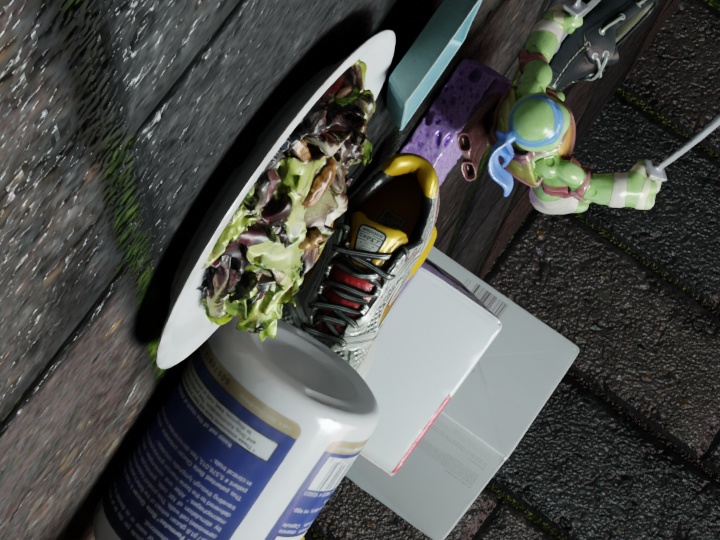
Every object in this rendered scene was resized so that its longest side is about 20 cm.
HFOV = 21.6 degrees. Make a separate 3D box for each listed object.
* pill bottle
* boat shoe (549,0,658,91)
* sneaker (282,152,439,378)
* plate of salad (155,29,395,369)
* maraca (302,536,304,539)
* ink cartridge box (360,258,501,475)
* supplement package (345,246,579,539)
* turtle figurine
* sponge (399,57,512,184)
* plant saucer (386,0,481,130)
[{"bbox_3d":[-0.085,0.131,1.088,0.200,0.111,0.111,-56,174,15],"label":"pill bottle"},{"bbox_3d":[0.230,-0.225,1.854,0.200,0.060,0.076,-52,173,-28],"label":"boat shoe"},{"bbox_3d":[-0.009,0.003,1.218,0.082,0.078,0.200,105,11,-62],"label":"sneaker"},{"bbox_3d":[-0.033,-0.029,0.925,0.200,0.048,0.200,-54,174,-8],"label":"plate of salad"},{"bbox_3d":[-0.088,0.181,1.368,0.200,0.107,0.137,-57,179,-43],"label":"maraca"},{"bbox_3d":[0.025,0.061,1.501,0.145,0.083,0.200,-55,-170,3],"label":"ink cartridge box"},{"bbox_3d":[0.063,0.111,1.750,0.147,0.191,0.200,-50,173,-33],"label":"supplement package"},{"bbox_3d":[0.166,-0.110,1.324,0.200,0.144,0.194,-52,176,-4],"label":"turtle figurine"},{"bbox_3d":[0.038,-0.064,1.378,0.200,0.030,0.112,-56,174,9],"label":"sponge"},{"bbox_3d":[0.037,-0.117,1.053,0.070,0.019,0.200,-55,-179,1],"label":"plant saucer"}]
